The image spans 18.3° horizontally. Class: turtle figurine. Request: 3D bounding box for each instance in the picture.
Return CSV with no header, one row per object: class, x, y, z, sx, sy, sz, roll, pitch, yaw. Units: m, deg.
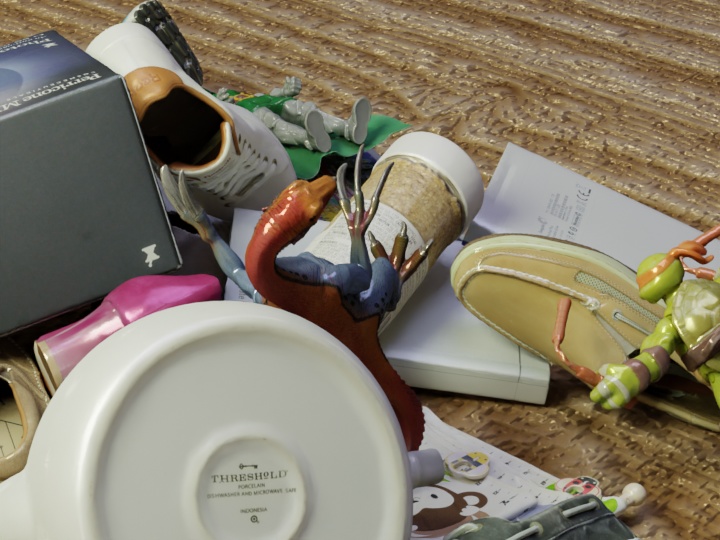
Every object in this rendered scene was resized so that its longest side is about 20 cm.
turtle figurine,0.210,0.042,1.265,0.162,0.064,0.200,51,46,7

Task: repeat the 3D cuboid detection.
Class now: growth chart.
growth chart,0.037,0.117,1.230,0.199,0.018,0.144,22,32,31

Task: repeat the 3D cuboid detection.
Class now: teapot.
teapot,-0.076,0.110,1.077,0.198,0.200,0.146,-55,15,-21

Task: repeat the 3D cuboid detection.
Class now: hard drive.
hard drive,0.170,-0.008,1.430,0.199,0.026,0.132,25,29,2
hard drive,0.014,0.020,1.370,0.198,0.027,0.132,8,36,-4

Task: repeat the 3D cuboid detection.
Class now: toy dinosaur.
toy dinosaur,-0.008,0.011,1.125,0.105,0.201,0.181,-30,-1,13

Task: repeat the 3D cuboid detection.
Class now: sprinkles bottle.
sprinkles bottle,0.000,0.000,1.306,0.068,0.069,0.200,18,45,23

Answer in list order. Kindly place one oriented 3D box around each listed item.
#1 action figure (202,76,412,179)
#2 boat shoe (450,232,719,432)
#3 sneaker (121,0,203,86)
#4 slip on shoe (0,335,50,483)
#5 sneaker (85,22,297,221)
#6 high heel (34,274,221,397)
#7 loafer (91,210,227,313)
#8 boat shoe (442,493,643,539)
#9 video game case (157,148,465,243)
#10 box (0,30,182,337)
action figure,-0.070,-0.107,1.581,0.117,0.055,0.199,-15,16,-34
boat shoe,0.145,0.041,1.310,0.198,0.072,0.077,18,45,-8
sneaker,-0.181,-0.121,1.569,0.089,0.079,0.200,-18,25,32
slip on shoe,-0.206,0.073,1.200,0.076,0.061,0.200,-28,38,-8
sneaker,-0.095,-0.068,1.387,0.200,0.073,0.085,39,11,-48
high heel,-0.122,0.041,1.191,0.095,0.068,0.200,-24,-11,-10
loafer,-0.113,0.007,1.308,0.073,0.071,0.200,38,7,-23
boat shoe,0.063,0.157,1.085,0.199,0.072,0.071,-8,48,-46
video game case,-0.032,-0.026,1.492,0.181,0.023,0.200,-7,29,-24
box,-0.229,-0.043,1.277,0.199,0.124,0.198,-21,20,-14
